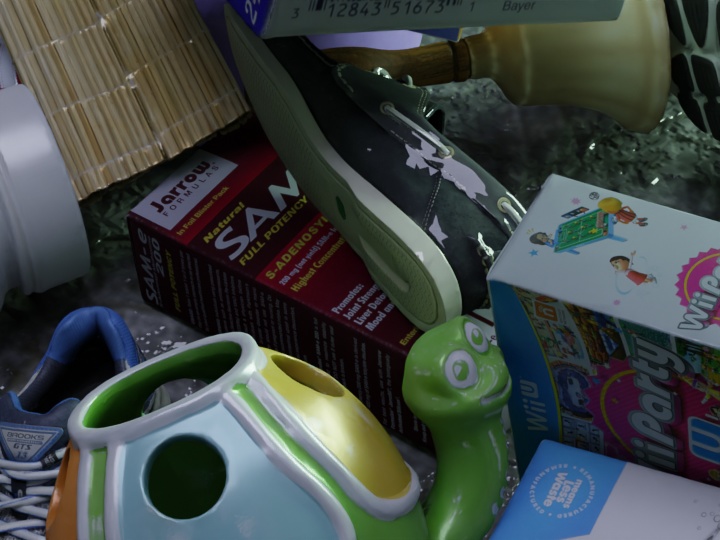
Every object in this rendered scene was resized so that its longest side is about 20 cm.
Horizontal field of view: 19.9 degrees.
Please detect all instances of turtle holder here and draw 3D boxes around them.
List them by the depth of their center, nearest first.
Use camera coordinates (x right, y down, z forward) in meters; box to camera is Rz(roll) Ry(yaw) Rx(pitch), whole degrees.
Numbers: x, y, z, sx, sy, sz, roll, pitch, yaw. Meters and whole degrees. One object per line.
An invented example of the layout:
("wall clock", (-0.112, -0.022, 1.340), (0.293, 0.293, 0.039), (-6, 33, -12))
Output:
("turtle holder", (-0.033, 0.094, 0.776), (0.184, 0.133, 0.141), (-16, 17, 22))

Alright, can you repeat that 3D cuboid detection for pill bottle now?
("pill bottle", (-0.235, -0.011, 0.955), (0.198, 0.115, 0.114), (-20, 47, -15))

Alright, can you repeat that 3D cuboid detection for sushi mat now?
("sushi mat", (-0.130, -0.124, 1.019), (0.095, 0.012, 0.201), (-25, 58, -4))

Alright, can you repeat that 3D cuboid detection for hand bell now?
("hand bell", (0.041, -0.103, 1.003), (0.198, 0.105, 0.105), (-10, 45, -12))

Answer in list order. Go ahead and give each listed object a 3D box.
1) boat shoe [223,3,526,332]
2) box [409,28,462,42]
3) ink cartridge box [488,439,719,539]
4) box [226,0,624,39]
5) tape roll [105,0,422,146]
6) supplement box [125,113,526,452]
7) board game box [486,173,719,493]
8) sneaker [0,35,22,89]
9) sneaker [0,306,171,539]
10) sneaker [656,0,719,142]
("boat shoe", (0.005, -0.057, 0.923), (0.067, 0.072, 0.200), (-31, 58, -15))
("box", (-0.003, -0.172, 0.996), (0.118, 0.042, 0.201), (12, 35, -3))
("ink cartridge box", (0.139, 0.149, 0.772), (0.198, 0.068, 0.116), (13, 54, 27))
("box", (0.005, -0.197, 0.903), (0.182, 0.106, 0.200), (-6, 37, -29))
("tape roll", (-0.065, -0.164, 1.115), (0.198, 0.085, 0.201), (-3, 45, 3))
("supplement box", (0.000, 0.000, 0.962), (0.199, 0.061, 0.109), (25, 52, 28))
("board game box", (0.157, 0.056, 0.800), (0.198, 0.148, 0.064), (18, 55, 25))
("sneaker", (-0.188, -0.076, 1.047), (0.198, 0.072, 0.113), (13, 43, 27))
("sneaker", (-0.139, 0.096, 0.861), (0.076, 0.086, 0.201), (6, 47, 11))
("sneaker", (0.184, -0.122, 1.010), (0.083, 0.081, 0.200), (-22, 23, -9))
